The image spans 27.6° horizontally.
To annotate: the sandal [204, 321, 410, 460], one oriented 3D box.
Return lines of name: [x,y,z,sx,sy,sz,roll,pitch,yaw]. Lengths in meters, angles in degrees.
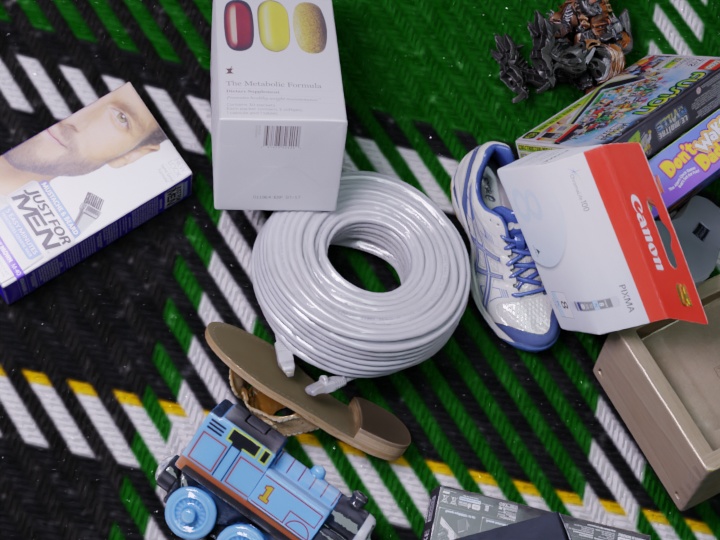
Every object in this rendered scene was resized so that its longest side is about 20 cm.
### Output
sandal: [-0.061,0.129,1.300,0.211,0.078,0.070,29,113,-14]

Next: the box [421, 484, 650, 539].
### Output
box: [0.146,0.290,1.289,0.199,0.050,0.159,13,73,-4]

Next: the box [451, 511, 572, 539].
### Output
box: [0.097,0.328,1.172,0.199,0.124,0.198,-15,108,3]

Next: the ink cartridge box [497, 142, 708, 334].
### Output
ink cartridge box: [0.200,-0.023,1.237,0.047,0.200,0.161,-25,99,-15]

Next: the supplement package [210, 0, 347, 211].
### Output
supplement package: [-0.079,-0.163,1.319,0.113,0.110,0.201,0,48,-9]

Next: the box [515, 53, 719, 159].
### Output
box: [0.251,-0.144,1.355,0.200,0.110,0.035,-34,118,-31]

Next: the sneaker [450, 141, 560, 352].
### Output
sneaker: [0.136,-0.023,1.360,0.075,0.088,0.201,-18,78,-15]

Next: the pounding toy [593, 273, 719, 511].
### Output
pounding toy: [0.347,0.115,1.341,0.199,0.142,0.185,-23,65,-15]

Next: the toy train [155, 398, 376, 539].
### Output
toy train: [-0.077,0.203,1.249,0.199,0.087,0.115,35,100,3]

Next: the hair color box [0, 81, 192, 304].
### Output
hair color box: [-0.264,-0.071,1.329,0.199,0.065,0.110,-33,80,-17]

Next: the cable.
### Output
cable: [0.000,0.000,1.317,0.199,0.069,0.201,-13,61,-24]

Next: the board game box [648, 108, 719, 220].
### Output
board game box: [0.297,-0.088,1.378,0.199,0.135,0.045,-35,82,-16]

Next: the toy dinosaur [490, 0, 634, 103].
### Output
toy dinosaur: [0.215,-0.209,1.428,0.135,0.102,0.201,-2,62,-25]

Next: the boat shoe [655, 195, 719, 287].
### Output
boat shoe: [0.281,-0.010,1.341,0.071,0.070,0.200,43,32,7]
